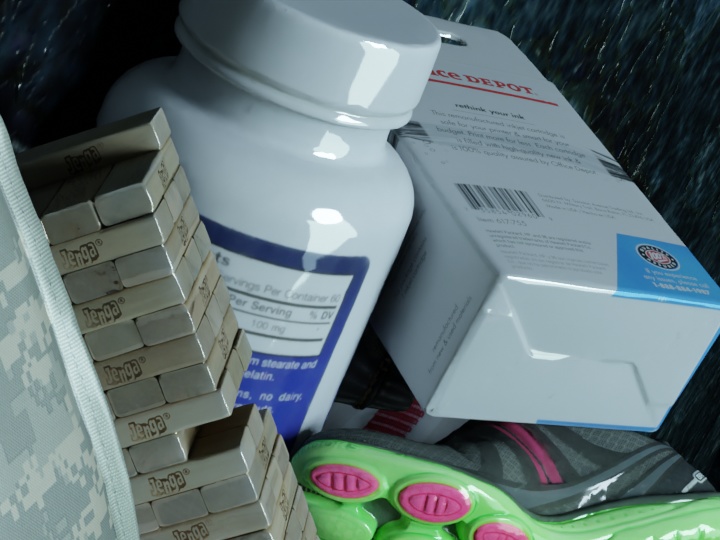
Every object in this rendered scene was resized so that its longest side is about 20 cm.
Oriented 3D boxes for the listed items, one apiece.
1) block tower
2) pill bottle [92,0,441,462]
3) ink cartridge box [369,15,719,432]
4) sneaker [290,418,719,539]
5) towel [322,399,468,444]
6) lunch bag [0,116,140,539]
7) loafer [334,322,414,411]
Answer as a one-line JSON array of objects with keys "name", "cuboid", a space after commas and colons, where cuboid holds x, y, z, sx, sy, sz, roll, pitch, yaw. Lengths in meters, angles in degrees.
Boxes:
[{"name": "block tower", "cuboid": [-0.059, 0.053, 0.626, 0.058, 0.054, 0.201, -78, 151, -70]}, {"name": "pill bottle", "cuboid": [-0.049, -0.010, 0.695, 0.120, 0.119, 0.201, -23, 139, -63]}, {"name": "ink cartridge box", "cuboid": [0.045, -0.027, 0.773, 0.116, 0.200, 0.068, 8, 124, -32]}, {"name": "sneaker", "cuboid": [0.054, 0.089, 0.734, 0.199, 0.084, 0.077, 12, 121, -31]}, {"name": "towel", "cuboid": [0.022, 0.044, 0.860, 0.144, 0.199, 0.023, -49, 142, -32]}, {"name": "lunch bag", "cuboid": [-0.153, 0.048, 0.486, 0.164, 0.117, 0.201, -39, 130, -48]}, {"name": "loafer", "cuboid": [0.000, 0.000, 0.858, 0.073, 0.072, 0.200, -58, -172, 33]}]
